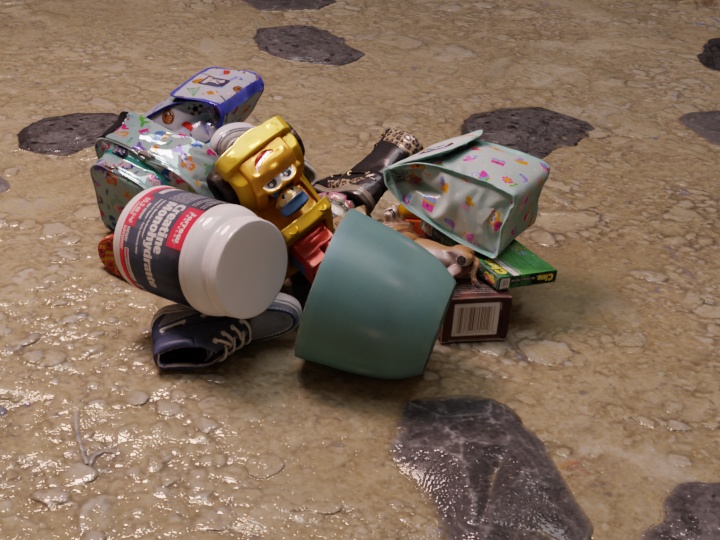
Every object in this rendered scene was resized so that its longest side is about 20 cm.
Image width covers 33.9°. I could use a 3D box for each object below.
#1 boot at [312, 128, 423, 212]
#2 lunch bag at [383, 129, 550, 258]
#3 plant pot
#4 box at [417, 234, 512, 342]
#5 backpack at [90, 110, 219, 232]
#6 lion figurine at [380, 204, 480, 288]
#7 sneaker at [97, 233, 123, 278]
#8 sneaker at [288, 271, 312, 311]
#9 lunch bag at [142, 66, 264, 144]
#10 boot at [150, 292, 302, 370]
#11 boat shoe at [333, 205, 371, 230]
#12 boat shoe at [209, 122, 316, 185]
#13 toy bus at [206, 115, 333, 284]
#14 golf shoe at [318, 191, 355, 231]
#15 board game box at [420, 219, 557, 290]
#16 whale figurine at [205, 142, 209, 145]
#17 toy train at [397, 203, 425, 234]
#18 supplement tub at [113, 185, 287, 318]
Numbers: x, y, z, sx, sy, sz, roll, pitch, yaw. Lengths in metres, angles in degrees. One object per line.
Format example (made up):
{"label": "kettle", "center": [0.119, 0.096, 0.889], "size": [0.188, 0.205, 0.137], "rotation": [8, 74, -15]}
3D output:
{"label": "boot", "center": [0.006, -0.153, 1.879], "size": [0.151, 0.073, 0.199], "rotation": [-46, 19, -17]}
{"label": "lunch bag", "center": [0.148, -0.123, 1.683], "size": [0.198, 0.123, 0.170], "rotation": [26, 29, 19]}
{"label": "plant pot", "center": [0.028, 0.044, 1.492], "size": [0.159, 0.203, 0.201], "rotation": [20, 29, 6]}
{"label": "box", "center": [0.135, 0.021, 1.675], "size": [0.099, 0.076, 0.201], "rotation": [-2, 30, -12]}
{"label": "backpack", "center": [-0.301, -0.129, 1.785], "size": [0.198, 0.179, 0.151], "rotation": [17, 51, 13]}
{"label": "lion figurine", "center": [0.095, -0.022, 1.616], "size": [0.198, 0.073, 0.122], "rotation": [25, 19, 22]}
{"label": "sneaker", "center": [-0.286, -0.029, 1.680], "size": [0.198, 0.074, 0.077], "rotation": [-1, 21, 26]}
{"label": "sneaker", "center": [-0.069, 0.002, 1.673], "size": [0.069, 0.082, 0.202], "rotation": [-25, 59, 3]}
{"label": "lunch bag", "center": [-0.273, -0.265, 2.016], "size": [0.198, 0.125, 0.170], "rotation": [-22, 15, 33]}
{"label": "boot", "center": [-0.169, 0.085, 1.518], "size": [0.197, 0.074, 0.091], "rotation": [-8, 34, -5]}
{"label": "boat shoe", "center": [0.000, 0.000, 1.672], "size": [0.064, 0.072, 0.202], "rotation": [-17, 50, 8]}
{"label": "boat shoe", "center": [-0.139, -0.163, 1.816], "size": [0.086, 0.075, 0.201], "rotation": [39, 12, 38]}
{"label": "toy bus", "center": [-0.096, -0.073, 1.561], "size": [0.135, 0.201, 0.192], "rotation": [-37, 68, -18]}
{"label": "golf shoe", "center": [-0.109, -0.079, 1.797], "size": [0.198, 0.073, 0.092], "rotation": [-1, 27, 29]}
{"label": "board game box", "center": [0.179, -0.031, 1.682], "size": [0.104, 0.024, 0.200], "rotation": [-4, 29, -31]}
{"label": "whale figurine", "center": [-0.186, -0.151, 1.917], "size": [0.197, 0.105, 0.160], "rotation": [10, 27, 5]}
{"label": "toy train", "center": [0.073, -0.089, 1.825], "size": [0.197, 0.117, 0.085], "rotation": [3, 27, -3]}
{"label": "supplement tub", "center": [-0.204, -0.023, 1.495], "size": [0.198, 0.142, 0.140], "rotation": [16, 28, 39]}
